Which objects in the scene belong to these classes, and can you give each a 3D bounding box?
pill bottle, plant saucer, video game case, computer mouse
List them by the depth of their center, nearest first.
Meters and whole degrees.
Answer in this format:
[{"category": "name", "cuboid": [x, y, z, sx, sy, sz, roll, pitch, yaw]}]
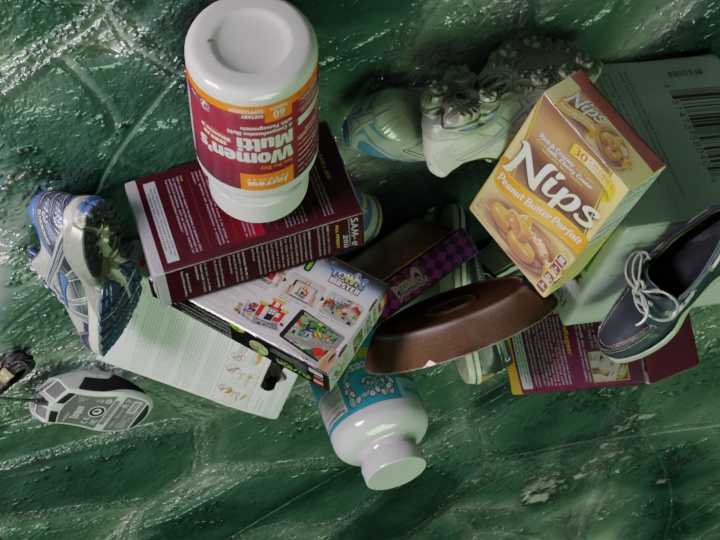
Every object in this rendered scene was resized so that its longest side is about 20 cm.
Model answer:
[{"category": "pill bottle", "cuboid": [-0.089, -0.131, 1.402, 0.109, 0.110, 0.201, -16, 150, -10]}, {"category": "plant saucer", "cuboid": [0.092, 0.047, 1.604, 0.199, 0.035, 0.200, -19, -173, 3]}, {"category": "plant saucer", "cuboid": [0.000, 0.000, 1.687, 0.200, 0.037, 0.200, -34, -178, 1]}, {"category": "video game case", "cuboid": [0.003, 0.041, 1.692, 0.200, 0.036, 0.181, -35, -179, -35]}, {"category": "computer mouse", "cuboid": [-0.315, 0.131, 1.762, 0.199, 0.044, 0.110, 12, 132, -37]}, {"category": "pill bottle", "cuboid": [0.007, 0.137, 1.823, 0.110, 0.201, 0.111, -17, 151, -10]}]

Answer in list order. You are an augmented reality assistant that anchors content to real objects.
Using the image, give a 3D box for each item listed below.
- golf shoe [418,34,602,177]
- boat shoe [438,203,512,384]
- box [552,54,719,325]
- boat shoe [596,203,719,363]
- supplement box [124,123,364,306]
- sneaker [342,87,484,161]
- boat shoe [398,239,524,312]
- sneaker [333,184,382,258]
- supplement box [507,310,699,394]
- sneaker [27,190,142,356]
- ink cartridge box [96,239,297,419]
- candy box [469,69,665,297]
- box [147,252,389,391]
[{"category": "golf shoe", "cuboid": [0.133, -0.150, 1.522, 0.199, 0.078, 0.098, -22, 141, -27]}, {"category": "boat shoe", "cuboid": [0.122, 0.022, 1.764, 0.062, 0.075, 0.202, -15, 107, -11]}, {"category": "box", "cuboid": [0.279, -0.081, 1.646, 0.198, 0.200, 0.172, -8, 149, -20]}, {"category": "boat shoe", "cuboid": [0.283, 0.012, 1.524, 0.062, 0.075, 0.200, 12, 136, -44]}, {"category": "supplement box", "cuboid": [-0.106, -0.052, 1.525, 0.198, 0.109, 0.061, -17, 150, -8]}, {"category": "sneaker", "cuboid": [0.067, -0.135, 1.559, 0.199, 0.073, 0.072, 1, 170, -42]}, {"category": "boat shoe", "cuboid": [0.118, 0.017, 1.839, 0.199, 0.067, 0.057, -26, 147, 0]}, {"category": "sneaker", "cuboid": [-0.078, -0.027, 1.629, 0.199, 0.074, 0.082, -35, 145, 11]}, {"category": "supplement box", "cuboid": [0.259, 0.060, 1.849, 0.103, 0.132, 0.199, -13, -177, -43]}, {"category": "sneaker", "cuboid": [-0.259, -0.003, 1.532, 0.077, 0.085, 0.201, -55, 156, -37]}, {"category": "ink cartridge box", "cuboid": [-0.154, 0.061, 1.651, 0.199, 0.050, 0.163, 18, 141, -7]}, {"category": "candy box", "cuboid": [0.183, -0.075, 1.501, 0.055, 0.116, 0.200, -32, 165, -29]}, {"category": "box", "cuboid": [-0.085, 0.019, 1.539, 0.110, 0.199, 0.035, -55, 161, -25]}]
